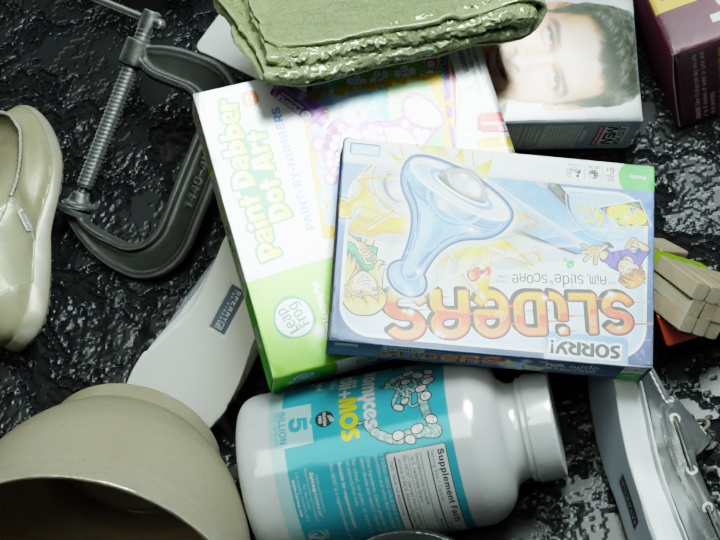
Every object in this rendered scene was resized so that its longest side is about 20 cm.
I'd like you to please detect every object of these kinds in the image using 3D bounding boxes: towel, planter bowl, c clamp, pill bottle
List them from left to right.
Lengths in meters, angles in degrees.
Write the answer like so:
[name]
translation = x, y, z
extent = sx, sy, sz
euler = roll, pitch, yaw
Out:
[planter bowl]
translation = -0.159, 0.157, 1.037
extent = 0.200, 0.200, 0.135
euler = -4, 37, 12
[c clamp]
translation = -0.171, -0.099, 1.222
extent = 0.171, 0.027, 0.200
euler = 17, 91, 22
[towel]
translation = 0.010, -0.179, 1.087
extent = 0.200, 0.037, 0.148
euler = -15, 39, -10
[pill bottle]
translation = 0.028, 0.117, 1.043
extent = 0.200, 0.111, 0.111
euler = -12, 61, 7

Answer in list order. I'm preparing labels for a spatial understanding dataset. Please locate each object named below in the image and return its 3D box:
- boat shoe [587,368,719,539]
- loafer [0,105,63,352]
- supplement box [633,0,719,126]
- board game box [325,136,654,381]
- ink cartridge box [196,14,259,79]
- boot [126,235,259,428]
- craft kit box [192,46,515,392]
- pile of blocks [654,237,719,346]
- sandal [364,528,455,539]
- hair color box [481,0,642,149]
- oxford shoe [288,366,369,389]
[boat shoe]
translation = 0.196, 0.121, 1.029
extent = 0.066, 0.070, 0.200
euler = -7, 57, -9
[loafer]
translation = -0.267, -0.040, 1.207
extent = 0.076, 0.068, 0.200
euler = -33, 52, 41
[supplement box]
translation = 0.294, -0.207, 1.149
extent = 0.200, 0.103, 0.131
euler = -20, 62, 4
[board game box]
translation = 0.082, -0.007, 1.019
extent = 0.200, 0.034, 0.136
euler = 4, 71, -4
[ink cartridge box]
translation = -0.020, -0.208, 1.247
extent = 0.116, 0.067, 0.200
euler = 28, 73, 24
[boot]
translation = -0.091, 0.038, 1.143
extent = 0.073, 0.090, 0.200
euler = 36, 103, 4
[craft kit box]
translation = 0.009, -0.042, 1.065
extent = 0.197, 0.049, 0.200
euler = -16, 76, -7
[pile of blocks]
translation = 0.170, 0.001, 1.104
extent = 0.200, 0.082, 0.062
euler = 33, 107, 33
[sandal]
translation = 0.077, 0.223, 0.979
extent = 0.200, 0.048, 0.075
euler = 33, 92, 10
[hair color box]
translation = 0.093, -0.140, 1.152
extent = 0.200, 0.061, 0.099
euler = -1, 75, -4
[oxford shoe]
translation = 0.000, 0.000, 1.130
extent = 0.070, 0.075, 0.200
euler = 15, 68, 21
